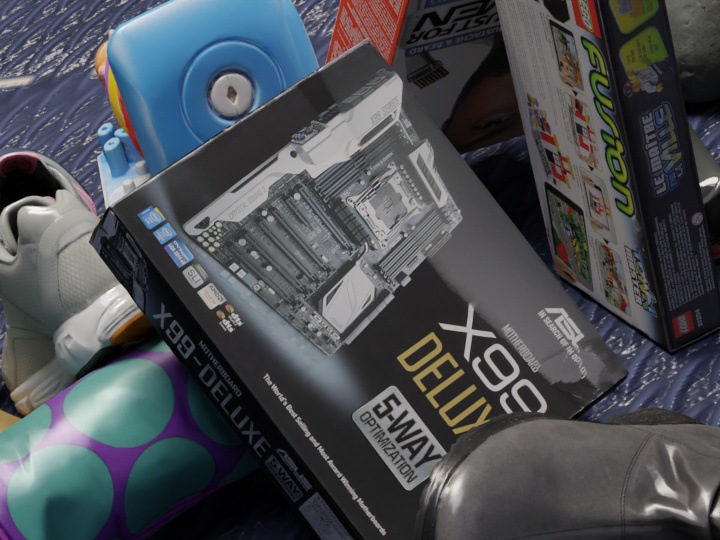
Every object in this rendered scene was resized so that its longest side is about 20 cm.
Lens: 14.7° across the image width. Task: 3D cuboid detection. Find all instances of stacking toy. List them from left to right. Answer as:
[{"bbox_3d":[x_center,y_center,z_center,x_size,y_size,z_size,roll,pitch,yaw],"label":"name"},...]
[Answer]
[{"bbox_3d":[-0.107,-0.108,1.582,0.110,0.116,0.200,-25,17,-18],"label":"stacking toy"}]

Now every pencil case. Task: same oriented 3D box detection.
[{"bbox_3d":[-0.094,0.083,1.289,0.200,0.092,0.085,-32,-10,-26],"label":"pencil case"}]

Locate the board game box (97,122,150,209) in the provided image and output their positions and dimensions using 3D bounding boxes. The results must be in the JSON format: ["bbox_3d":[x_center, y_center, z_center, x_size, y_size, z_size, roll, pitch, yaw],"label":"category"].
[{"bbox_3d":[-0.048,-0.057,1.571,0.200,0.026,0.200,-15,29,-2],"label":"board game box"}]

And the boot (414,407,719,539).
[{"bbox_3d":[0.127,0.098,1.125,0.132,0.070,0.200,13,20,42],"label":"boot"}]

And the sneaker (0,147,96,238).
[{"bbox_3d":[-0.182,-0.041,1.548,0.070,0.082,0.200,-22,30,-11],"label":"sneaker"}]

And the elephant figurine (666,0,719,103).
[{"bbox_3d":[0.202,-0.204,1.530,0.141,0.200,0.155,0,32,24],"label":"elephant figurine"}]

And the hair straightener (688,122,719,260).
[{"bbox_3d":[0.147,-0.092,1.448,0.041,0.077,0.200,-30,41,10],"label":"hair straightener"}]

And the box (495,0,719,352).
[{"bbox_3d":[0.116,-0.069,1.337,0.035,0.200,0.110,-25,32,-18],"label":"box"}]

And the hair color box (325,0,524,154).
[{"bbox_3d":[0.051,-0.135,1.436,0.111,0.200,0.064,-18,64,-19],"label":"hair color box"}]

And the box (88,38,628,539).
[{"bbox_3d":[0.000,0.017,1.257,0.158,0.200,0.050,-34,-6,-26],"label":"box"}]

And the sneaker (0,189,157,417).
[{"bbox_3d":[-0.147,0.010,1.368,0.076,0.092,0.200,-32,-2,-23],"label":"sneaker"}]

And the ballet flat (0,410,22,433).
[{"bbox_3d":[-0.260,0.084,1.386,0.200,0.063,0.069,-9,30,11],"label":"ballet flat"}]
